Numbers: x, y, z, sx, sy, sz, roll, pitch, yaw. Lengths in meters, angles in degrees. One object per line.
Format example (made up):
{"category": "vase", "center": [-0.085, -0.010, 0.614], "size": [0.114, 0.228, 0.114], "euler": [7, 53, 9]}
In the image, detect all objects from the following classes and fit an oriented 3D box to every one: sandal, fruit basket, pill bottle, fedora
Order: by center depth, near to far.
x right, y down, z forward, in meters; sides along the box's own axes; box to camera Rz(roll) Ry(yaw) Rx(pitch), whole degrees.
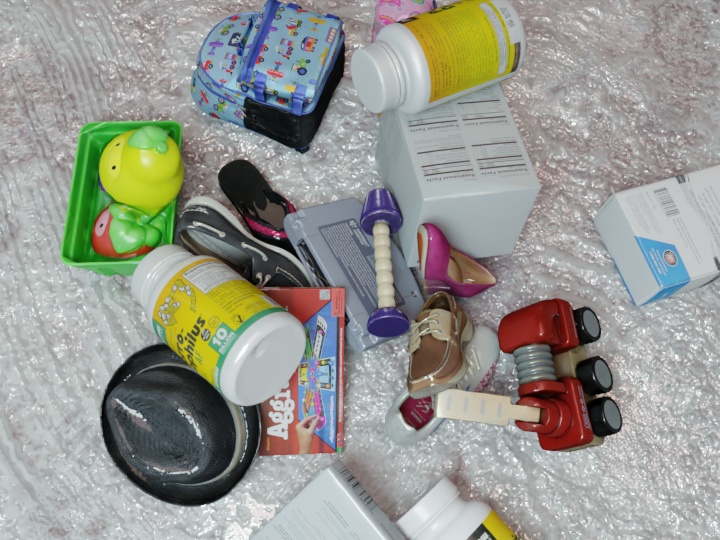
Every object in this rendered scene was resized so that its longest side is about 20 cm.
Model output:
{"category": "pill bottle", "center": [0.132, 0.332, 0.863], "size": [0.112, 0.112, 0.200], "euler": [-39, 77, -20]}
{"category": "pill bottle", "center": [-0.165, 0.052, 0.872], "size": [0.200, 0.113, 0.113], "euler": [34, 66, 30]}
{"category": "fedora", "center": [-0.215, 0.174, 0.874], "size": [0.200, 0.092, 0.201], "euler": [-1, 83, 7]}
{"category": "pill bottle", "center": [0.093, -0.258, 0.943], "size": [0.200, 0.109, 0.109], "euler": [-24, 72, -20]}
{"category": "fruit basket", "center": [-0.282, -0.104, 0.947], "size": [0.155, 0.216, 0.216], "euler": [-1, 67, 1]}
{"category": "sandal", "center": [-0.124, -0.075, 1.043], "size": [0.075, 0.045, 0.200], "euler": [-36, 75, -19]}

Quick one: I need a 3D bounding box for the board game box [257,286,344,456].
{"category": "board game box", "center": [-0.071, 0.120, 0.929], "size": [0.103, 0.019, 0.200], "euler": [0, 95, -9]}

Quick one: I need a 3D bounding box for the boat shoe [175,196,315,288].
{"category": "boat shoe", "center": [-0.141, -0.010, 0.963], "size": [0.200, 0.074, 0.060], "euler": [42, 34, -23]}

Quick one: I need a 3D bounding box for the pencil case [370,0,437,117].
{"category": "pencil case", "center": [0.052, -0.295, 1.070], "size": [0.087, 0.200, 0.088], "euler": [1, 63, -3]}

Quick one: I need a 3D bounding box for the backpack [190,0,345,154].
{"category": "backpack", "center": [-0.135, -0.285, 1.084], "size": [0.200, 0.135, 0.183], "euler": [20, 66, 5]}

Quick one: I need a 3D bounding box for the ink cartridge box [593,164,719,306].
{"category": "ink cartridge box", "center": [0.452, -0.052, 1.077], "size": [0.200, 0.086, 0.147], "euler": [-15, 70, -14]}

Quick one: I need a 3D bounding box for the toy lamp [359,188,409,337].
{"category": "toy lamp", "center": [0.030, -0.016, 0.973], "size": [0.058, 0.058, 0.200], "euler": [0, 58, -6]}

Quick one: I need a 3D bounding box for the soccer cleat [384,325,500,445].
{"category": "soccer cleat", "center": [0.111, 0.138, 0.958], "size": [0.070, 0.086, 0.200], "euler": [42, 69, 11]}

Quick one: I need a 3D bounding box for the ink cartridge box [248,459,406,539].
{"category": "ink cartridge box", "center": [-0.032, 0.345, 0.851], "size": [0.200, 0.043, 0.196], "euler": [-46, 77, 17]}

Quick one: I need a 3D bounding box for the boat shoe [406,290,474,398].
{"category": "boat shoe", "center": [0.084, 0.083, 0.914], "size": [0.076, 0.200, 0.072], "euler": [-23, 103, 18]}

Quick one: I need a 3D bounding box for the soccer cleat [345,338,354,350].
{"category": "soccer cleat", "center": [-0.096, 0.099, 0.963], "size": [0.200, 0.069, 0.078], "euler": [-22, 74, -18]}

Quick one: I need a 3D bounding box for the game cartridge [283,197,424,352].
{"category": "game cartridge", "center": [0.000, 0.000, 1.004], "size": [0.133, 0.041, 0.200], "euler": [-18, 70, -37]}

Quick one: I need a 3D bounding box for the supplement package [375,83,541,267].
{"category": "supplement package", "center": [0.119, -0.135, 1.023], "size": [0.150, 0.152, 0.200], "euler": [-8, 59, -10]}

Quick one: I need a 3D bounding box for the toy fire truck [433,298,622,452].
{"category": "toy fire truck", "center": [0.192, 0.124, 0.928], "size": [0.200, 0.129, 0.176], "euler": [15, 60, -42]}

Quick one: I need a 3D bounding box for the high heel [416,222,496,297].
{"category": "high heel", "center": [0.121, -0.016, 0.956], "size": [0.096, 0.200, 0.068], "euler": [-6, 75, 6]}
